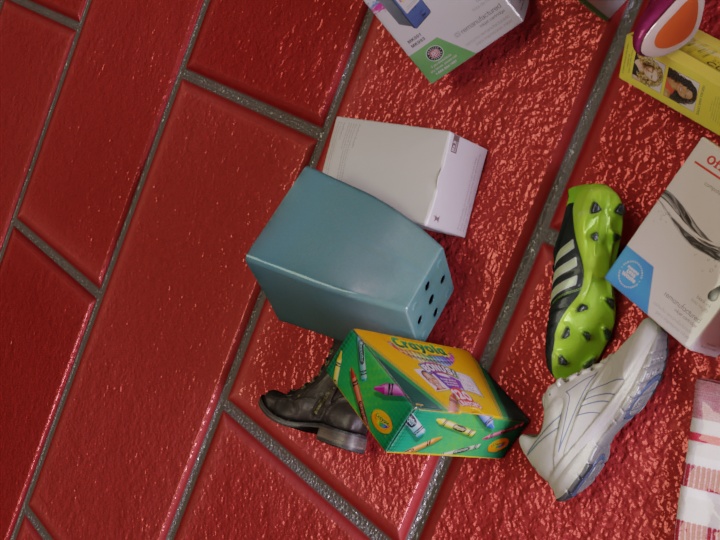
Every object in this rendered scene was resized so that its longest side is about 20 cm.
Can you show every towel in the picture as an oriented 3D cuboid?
[{"bbox_3d":[0.346,0.205,0.839,0.142,0.023,0.205,6,84,45],"label":"towel"}]

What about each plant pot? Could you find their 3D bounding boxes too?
[{"bbox_3d":[0.000,0.000,1.116,0.197,0.142,0.143,20,64,26],"label":"plant pot"}]

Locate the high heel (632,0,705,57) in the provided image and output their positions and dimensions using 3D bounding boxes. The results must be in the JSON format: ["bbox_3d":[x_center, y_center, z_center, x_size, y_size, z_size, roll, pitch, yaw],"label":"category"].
[{"bbox_3d":[0.292,-0.274,0.919,0.095,0.068,0.199,31,57,31],"label":"high heel"}]

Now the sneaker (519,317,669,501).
[{"bbox_3d":[0.224,0.126,0.930,0.087,0.074,0.202,40,107,29],"label":"sneaker"}]

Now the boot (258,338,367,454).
[{"bbox_3d":[-0.032,0.122,1.200,0.197,0.069,0.178,13,83,40],"label":"boot"}]

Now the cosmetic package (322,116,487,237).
[{"bbox_3d":[0.046,-0.116,1.165,0.198,0.080,0.115,19,93,43],"label":"cosmetic package"}]

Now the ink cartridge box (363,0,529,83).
[{"bbox_3d":[0.080,-0.342,1.098,0.144,0.200,0.088,-27,25,35],"label":"ink cartridge box"}]

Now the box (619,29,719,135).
[{"bbox_3d":[0.339,-0.170,0.895,0.200,0.074,0.051,46,148,41],"label":"box"}]

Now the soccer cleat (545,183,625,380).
[{"bbox_3d":[0.224,0.012,0.981,0.081,0.066,0.205,-143,62,-74],"label":"soccer cleat"}]

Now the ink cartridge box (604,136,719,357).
[{"bbox_3d":[0.332,-0.038,0.880,0.116,0.067,0.202,45,110,40],"label":"ink cartridge box"}]

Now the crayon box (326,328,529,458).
[{"bbox_3d":[0.072,0.131,0.994,0.059,0.198,0.119,-56,49,18],"label":"crayon box"}]

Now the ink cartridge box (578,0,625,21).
[{"bbox_3d":[0.205,-0.382,1.033,0.085,0.145,0.202,-48,51,24],"label":"ink cartridge box"}]
